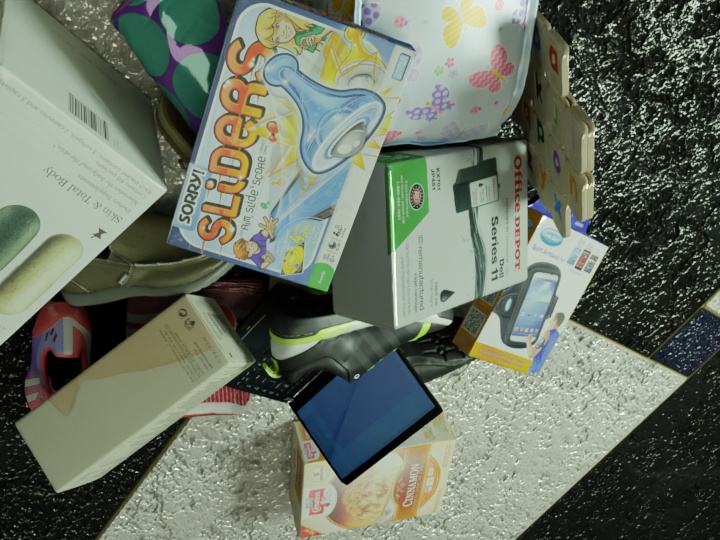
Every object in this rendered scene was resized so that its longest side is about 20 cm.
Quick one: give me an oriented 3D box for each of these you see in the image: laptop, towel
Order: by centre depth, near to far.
[{"bbox_3d":[-0.049,0.129,0.887,0.199,0.104,0.177,22,129,-33],"label":"laptop"},{"bbox_3d":[-0.185,0.092,0.912,0.143,0.023,0.201,-1,128,-18],"label":"towel"}]

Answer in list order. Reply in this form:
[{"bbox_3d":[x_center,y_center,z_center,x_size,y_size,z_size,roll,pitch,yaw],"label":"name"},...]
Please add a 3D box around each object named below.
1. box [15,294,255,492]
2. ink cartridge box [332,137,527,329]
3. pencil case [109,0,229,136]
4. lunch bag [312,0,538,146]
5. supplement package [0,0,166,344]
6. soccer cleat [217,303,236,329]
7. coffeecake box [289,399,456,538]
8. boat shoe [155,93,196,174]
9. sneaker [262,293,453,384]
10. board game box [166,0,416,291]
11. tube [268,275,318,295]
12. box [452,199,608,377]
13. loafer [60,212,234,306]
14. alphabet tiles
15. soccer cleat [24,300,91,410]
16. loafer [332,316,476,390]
[{"bbox_3d":[-0.207,0.113,0.777,0.199,0.078,0.095,-36,172,2],"label":"box"},{"bbox_3d":[0.069,-0.044,0.775,0.199,0.083,0.148,-17,110,-42],"label":"ink cartridge box"},{"bbox_3d":[-0.108,-0.150,0.668,0.092,0.085,0.201,-32,113,13],"label":"pencil case"},{"bbox_3d":[0.047,-0.203,0.692,0.168,0.127,0.202,-7,120,-17],"label":"lunch bag"},{"bbox_3d":[-0.281,-0.080,0.653,0.200,0.151,0.152,-39,130,14],"label":"supplement package"},{"bbox_3d":[-0.206,0.108,0.869,0.200,0.069,0.085,-43,166,1],"label":"soccer cleat"},{"bbox_3d":[0.011,0.259,1.084,0.198,0.073,0.155,-6,130,-15],"label":"coffeecake box"},{"bbox_3d":[-0.120,-0.089,0.763,0.063,0.074,0.200,-14,145,34],"label":"boat shoe"},{"bbox_3d":[-0.003,0.066,0.814,0.198,0.072,0.084,-5,110,-24],"label":"sneaker"},{"bbox_3d":[-0.056,-0.095,0.630,0.134,0.035,0.202,16,111,-12],"label":"board game box"},{"bbox_3d":[-0.074,0.051,0.904,0.058,0.052,0.201,23,134,13],"label":"tube"},{"bbox_3d":[0.200,0.017,0.949,0.118,0.041,0.201,19,105,-34],"label":"box"},{"bbox_3d":[-0.199,-0.018,0.765,0.198,0.076,0.070,-13,125,11],"label":"loafer"},{"bbox_3d":[0.165,-0.136,0.735,0.014,0.201,0.197,-14,130,0],"label":"alphabet tiles"},{"bbox_3d":[-0.305,0.114,0.841,0.066,0.077,0.201,2,134,-21],"label":"soccer cleat"},{"bbox_3d":[0.058,0.104,0.986,0.199,0.069,0.071,-13,153,-16],"label":"loafer"}]
